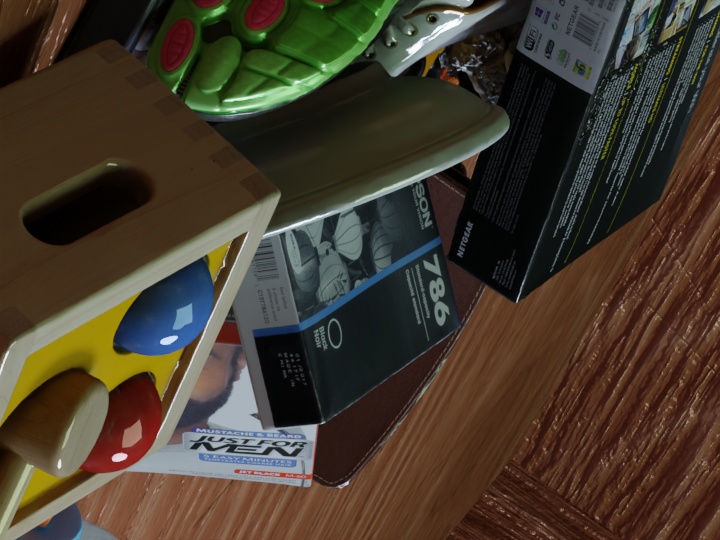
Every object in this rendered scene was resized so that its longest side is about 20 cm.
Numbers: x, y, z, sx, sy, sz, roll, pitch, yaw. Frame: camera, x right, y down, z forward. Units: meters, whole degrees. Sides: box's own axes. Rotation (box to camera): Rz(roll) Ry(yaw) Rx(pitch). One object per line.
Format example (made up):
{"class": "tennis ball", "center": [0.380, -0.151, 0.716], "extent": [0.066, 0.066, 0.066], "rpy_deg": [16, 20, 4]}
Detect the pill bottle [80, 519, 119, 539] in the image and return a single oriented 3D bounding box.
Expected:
{"class": "pill bottle", "center": [-0.177, 0.222, 1.626], "extent": [0.111, 0.111, 0.200], "rpy_deg": [-52, 170, -18]}

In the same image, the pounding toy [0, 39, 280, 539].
{"class": "pounding toy", "center": [-0.141, 0.049, 1.075], "extent": [0.200, 0.142, 0.185], "rpy_deg": [-31, 156, -45]}

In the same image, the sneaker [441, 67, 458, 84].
{"class": "sneaker", "center": [0.078, -0.161, 1.682], "extent": [0.073, 0.077, 0.200], "rpy_deg": [-45, 165, -37]}

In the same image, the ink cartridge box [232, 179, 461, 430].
{"class": "ink cartridge box", "center": [0.000, 0.000, 1.345], "extent": [0.200, 0.039, 0.100], "rpy_deg": [-35, 113, -60]}

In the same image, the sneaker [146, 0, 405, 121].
{"class": "sneaker", "center": [-0.026, -0.107, 1.210], "extent": [0.200, 0.077, 0.084], "rpy_deg": [-40, 164, -48]}

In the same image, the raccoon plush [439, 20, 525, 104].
{"class": "raccoon plush", "center": [0.085, -0.166, 1.499], "extent": [0.096, 0.134, 0.201], "rpy_deg": [6, 102, -41]}

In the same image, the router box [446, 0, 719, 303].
{"class": "router box", "center": [0.126, -0.097, 1.382], "extent": [0.149, 0.051, 0.201], "rpy_deg": [-33, 149, -47]}

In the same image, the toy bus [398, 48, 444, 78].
{"class": "toy bus", "center": [-0.017, -0.089, 1.448], "extent": [0.201, 0.078, 0.065], "rpy_deg": [-56, 171, 6]}

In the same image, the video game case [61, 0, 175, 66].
{"class": "video game case", "center": [-0.072, -0.123, 1.223], "extent": [0.201, 0.025, 0.181], "rpy_deg": [-59, 170, 19]}

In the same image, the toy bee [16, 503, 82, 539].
{"class": "toy bee", "center": [-0.168, 0.084, 1.274], "extent": [0.132, 0.108, 0.200], "rpy_deg": [-63, -172, 13]}

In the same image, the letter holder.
{"class": "letter holder", "center": [0.000, 0.017, 1.704], "extent": [0.201, 0.142, 0.101], "rpy_deg": [-57, 170, 10]}

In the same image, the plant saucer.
{"class": "plant saucer", "center": [-0.033, -0.055, 1.249], "extent": [0.199, 0.051, 0.200], "rpy_deg": [-18, -172, 3]}

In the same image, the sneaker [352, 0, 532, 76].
{"class": "sneaker", "center": [0.007, -0.129, 1.335], "extent": [0.199, 0.073, 0.085], "rpy_deg": [-30, 167, -7]}

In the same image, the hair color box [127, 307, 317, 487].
{"class": "hair color box", "center": [-0.073, 0.049, 1.443], "extent": [0.200, 0.110, 0.064], "rpy_deg": [96, -1, -65]}
